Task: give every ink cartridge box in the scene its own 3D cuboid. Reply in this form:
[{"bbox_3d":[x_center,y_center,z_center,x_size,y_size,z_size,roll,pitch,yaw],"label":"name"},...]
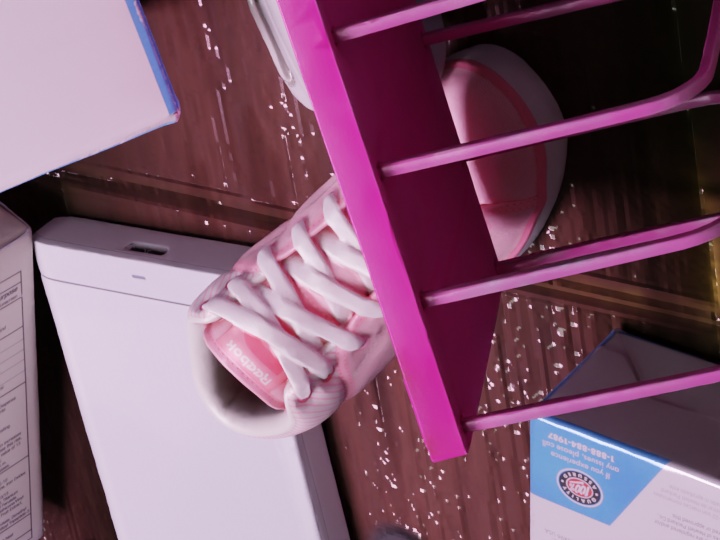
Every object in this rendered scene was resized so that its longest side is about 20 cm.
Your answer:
[{"bbox_3d":[0.130,0.135,1.011,0.115,0.068,0.201,20,130,29],"label":"ink cartridge box"},{"bbox_3d":[-0.161,-0.114,0.988,0.200,0.125,0.129,-131,19,-69],"label":"ink cartridge box"}]

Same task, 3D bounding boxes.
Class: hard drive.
[{"bbox_3d":[-0.071,0.076,1.171,0.131,0.027,0.201,9,126,36],"label":"hard drive"}]

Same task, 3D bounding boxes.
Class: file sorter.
[{"bbox_3d":[0.060,-0.067,0.855,0.125,0.139,0.201,-13,112,15],"label":"file sorter"}]

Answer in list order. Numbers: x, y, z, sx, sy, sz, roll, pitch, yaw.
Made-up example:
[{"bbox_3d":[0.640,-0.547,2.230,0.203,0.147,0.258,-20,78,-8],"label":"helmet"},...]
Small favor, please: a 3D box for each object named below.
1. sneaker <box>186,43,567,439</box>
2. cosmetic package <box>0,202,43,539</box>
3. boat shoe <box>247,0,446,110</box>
[{"bbox_3d":[0.000,0.000,0.998,0.075,0.105,0.200,47,137,4],"label":"sneaker"},{"bbox_3d":[-0.212,0.056,1.206,0.087,0.103,0.201,37,139,31],"label":"cosmetic package"},{"bbox_3d":[-0.028,-0.149,0.941,0.066,0.072,0.201,4,122,53],"label":"boat shoe"}]
